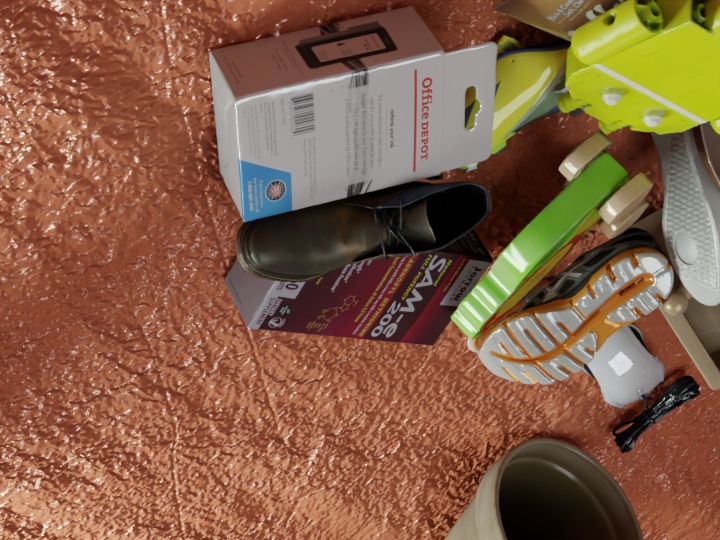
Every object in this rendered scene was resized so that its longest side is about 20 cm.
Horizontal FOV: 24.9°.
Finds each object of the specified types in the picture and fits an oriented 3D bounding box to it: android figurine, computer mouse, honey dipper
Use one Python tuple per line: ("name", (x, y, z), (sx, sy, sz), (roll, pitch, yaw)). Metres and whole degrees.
("android figurine", (0.234, -0.148, 1.194), (0.182, 0.041, 0.200), (22, 151, -35))
("computer mouse", (0.282, 0.119, 1.679), (0.110, 0.044, 0.200), (-35, 142, 8))
("honey dipper", (0.316, -0.047, 1.442), (0.200, 0.038, 0.038), (-61, 143, -13))

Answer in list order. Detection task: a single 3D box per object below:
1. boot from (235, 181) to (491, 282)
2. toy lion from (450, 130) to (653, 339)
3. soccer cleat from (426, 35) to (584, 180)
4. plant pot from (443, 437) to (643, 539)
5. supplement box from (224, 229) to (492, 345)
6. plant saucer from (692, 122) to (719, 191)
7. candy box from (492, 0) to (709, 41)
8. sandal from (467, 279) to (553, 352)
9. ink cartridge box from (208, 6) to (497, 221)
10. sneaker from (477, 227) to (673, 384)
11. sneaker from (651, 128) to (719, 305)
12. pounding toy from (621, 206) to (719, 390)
("boot", (0.005, -0.039, 1.230), (0.200, 0.075, 0.097), (-16, -177, -40))
("toy lion", (0.152, -0.018, 1.361), (0.192, 0.069, 0.200), (-44, 171, 3))
("soccer cleat", (0.108, -0.140, 1.286), (0.200, 0.065, 0.084), (-28, 112, 4))
("plant pot", (0.170, 0.301, 1.717), (0.200, 0.200, 0.174), (5, 148, -36))
("supplement box", (0.000, 0.000, 1.358), (0.200, 0.061, 0.109), (7, 129, -38))
("plant saucer", (0.341, -0.131, 1.350), (0.200, 0.034, 0.201), (0, 89, -33))
("candy box", (0.211, -0.201, 1.196), (0.200, 0.055, 0.115), (17, 157, -25))
("sandal", (0.202, 0.049, 1.538), (0.206, 0.059, 0.079), (-10, 137, -23))
("ink cartridge box", (-0.004, -0.120, 1.204), (0.200, 0.068, 0.116), (-14, 134, -15))
("sneaker", (0.193, 0.033, 1.460), (0.200, 0.077, 0.078), (-32, 114, 22))
("sneaker", (0.319, -0.076, 1.394), (0.118, 0.074, 0.201), (-12, 95, -28))
("pounding toy", (0.371, -0.016, 1.536), (0.200, 0.142, 0.184), (-32, 134, 9))
